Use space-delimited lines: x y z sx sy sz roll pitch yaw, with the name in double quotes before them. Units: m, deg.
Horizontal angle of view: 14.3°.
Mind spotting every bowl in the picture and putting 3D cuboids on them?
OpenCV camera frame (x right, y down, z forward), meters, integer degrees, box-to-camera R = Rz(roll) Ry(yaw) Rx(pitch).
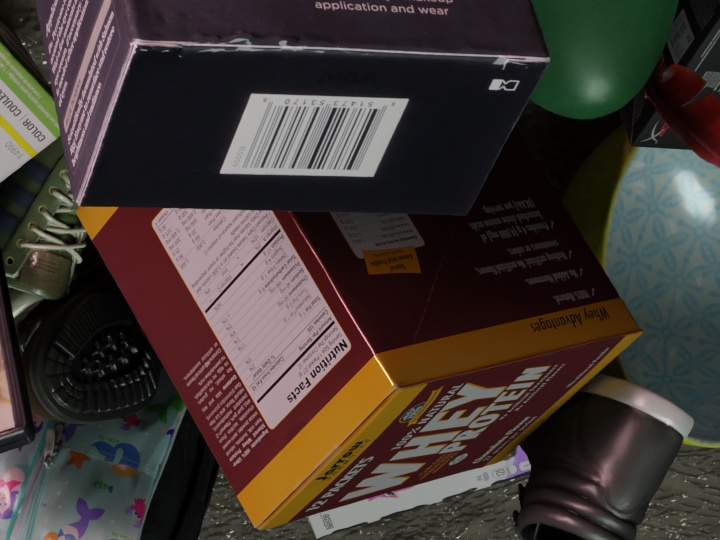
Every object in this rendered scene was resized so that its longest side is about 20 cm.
"bowl" 0.170 0.000 1.657 0.199 0.202 0.107 18 168 -40

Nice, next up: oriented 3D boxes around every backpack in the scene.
"backpack" -0.162 0.150 1.702 0.149 0.201 0.178 9 146 0

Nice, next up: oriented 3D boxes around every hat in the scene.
"hat" 0.111 -0.080 1.424 0.164 0.177 0.200 -2 172 -17

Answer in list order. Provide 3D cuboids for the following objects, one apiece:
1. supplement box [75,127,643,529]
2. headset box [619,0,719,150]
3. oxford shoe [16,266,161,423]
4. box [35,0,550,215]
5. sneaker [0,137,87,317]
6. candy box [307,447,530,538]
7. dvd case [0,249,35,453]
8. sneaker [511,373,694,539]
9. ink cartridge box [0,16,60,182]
"supplement box" 0.000 0.000 1.490 0.197 0.201 0.133 -11 154 -46
"headset box" 0.253 -0.133 1.555 0.199 0.075 0.149 2 144 -24
"oxford shoe" -0.155 0.046 1.585 0.084 0.073 0.200 -20 -172 17
"box" -0.041 -0.137 1.319 0.195 0.201 0.118 1 142 -22
"sneaker" -0.165 -0.025 1.536 0.067 0.090 0.200 21 132 -41
"candy box" 0.042 0.074 1.781 0.199 0.072 0.168 -17 146 2
"dvd case" -0.249 0.026 1.476 0.142 0.201 0.018 -19 144 4
"sneaker" 0.106 0.111 1.580 0.070 0.100 0.200 31 169 -17
"ink cartridge box" -0.264 -0.068 1.400 0.200 0.076 0.148 -38 144 2
